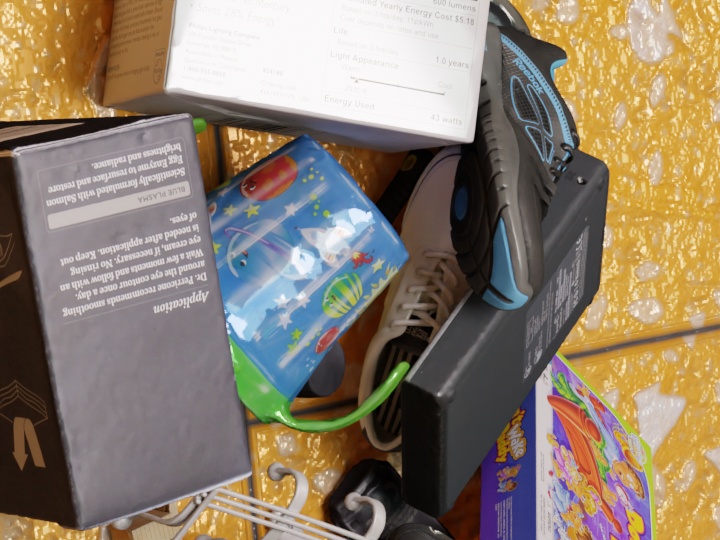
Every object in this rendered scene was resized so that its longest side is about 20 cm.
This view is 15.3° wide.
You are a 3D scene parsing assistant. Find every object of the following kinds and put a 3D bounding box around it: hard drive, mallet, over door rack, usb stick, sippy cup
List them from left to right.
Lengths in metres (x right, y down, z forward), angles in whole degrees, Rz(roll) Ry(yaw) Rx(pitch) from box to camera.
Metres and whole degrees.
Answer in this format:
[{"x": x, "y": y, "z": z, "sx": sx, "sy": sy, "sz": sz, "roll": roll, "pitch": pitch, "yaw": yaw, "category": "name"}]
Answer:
[{"x": -0.092, "y": 0.197, "z": 1.577, "sx": 0.148, "sy": 0.067, "sz": 0.200, "roll": 24, "pitch": 99, "yaw": -41, "category": "over door rack"}, {"x": -0.049, "y": -0.003, "z": 1.549, "sx": 0.130, "sy": 0.140, "sz": 0.178, "roll": -40, "pitch": 118, "yaw": -1, "category": "sippy cup"}, {"x": 0.000, "y": 0.000, "z": 1.655, "sx": 0.200, "sy": 0.066, "sz": 0.041, "roll": -52, "pitch": 130, "yaw": -24, "category": "mallet"}, {"x": 0.051, "y": 0.201, "z": 1.721, "sx": 0.055, "sy": 0.033, "sz": 0.200, "roll": -49, "pitch": 118, "yaw": -17, "category": "usb stick"}, {"x": 0.088, "y": 0.039, "z": 1.638, "sx": 0.200, "sy": 0.033, "sz": 0.140, "roll": -53, "pitch": 159, "yaw": -29, "category": "hard drive"}]

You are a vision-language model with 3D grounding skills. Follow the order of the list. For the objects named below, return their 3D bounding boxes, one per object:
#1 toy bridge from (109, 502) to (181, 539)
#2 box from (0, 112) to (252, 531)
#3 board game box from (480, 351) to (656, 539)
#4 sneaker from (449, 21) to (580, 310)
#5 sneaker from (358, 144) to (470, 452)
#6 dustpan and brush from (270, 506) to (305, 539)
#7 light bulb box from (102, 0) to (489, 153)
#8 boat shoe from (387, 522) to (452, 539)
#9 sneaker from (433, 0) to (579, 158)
[{"x": -0.136, "y": 0.061, "z": 1.578, "sx": 0.067, "sy": 0.027, "sz": 0.201, "roll": -21, "pitch": 104, "yaw": -35, "category": "toy bridge"}, {"x": -0.173, "y": 0.023, "z": 1.445, "sx": 0.117, "sy": 0.196, "sz": 0.201, "roll": -15, "pitch": 101, "yaw": -36, "category": "box"}, {"x": 0.133, "y": 0.152, "z": 1.705, "sx": 0.134, "sy": 0.045, "sz": 0.200, "roll": 45, "pitch": 29, "yaw": -29, "category": "board game box"}, {"x": 0.096, "y": -0.066, "z": 1.581, "sx": 0.082, "sy": 0.073, "sz": 0.201, "roll": 9, "pitch": 56, "yaw": -20, "category": "sneaker"}, {"x": 0.048, "y": 0.022, "z": 1.644, "sx": 0.071, "sy": 0.073, "sz": 0.201, "roll": -53, "pitch": 156, "yaw": -70, "category": "sneaker"}, {"x": -0.010, "y": 0.238, "z": 1.671, "sx": 0.139, "sy": 0.057, "sz": 0.201, "roll": -30, "pitch": 116, "yaw": -25, "category": "dustpan and brush"}, {"x": -0.032, "y": -0.183, "z": 1.566, "sx": 0.198, "sy": 0.125, "sz": 0.201, "roll": 9, "pitch": 86, "yaw": -24, "category": "light bulb box"}, {"x": 0.082, "y": 0.228, "z": 1.671, "sx": 0.069, "sy": 0.057, "sz": 0.200, "roll": -36, "pitch": 121, "yaw": 2, "category": "boat shoe"}, {"x": 0.074, "y": -0.095, "z": 1.683, "sx": 0.200, "sy": 0.076, "sz": 0.114, "roll": 62, "pitch": 29, "yaw": -25, "category": "sneaker"}]
